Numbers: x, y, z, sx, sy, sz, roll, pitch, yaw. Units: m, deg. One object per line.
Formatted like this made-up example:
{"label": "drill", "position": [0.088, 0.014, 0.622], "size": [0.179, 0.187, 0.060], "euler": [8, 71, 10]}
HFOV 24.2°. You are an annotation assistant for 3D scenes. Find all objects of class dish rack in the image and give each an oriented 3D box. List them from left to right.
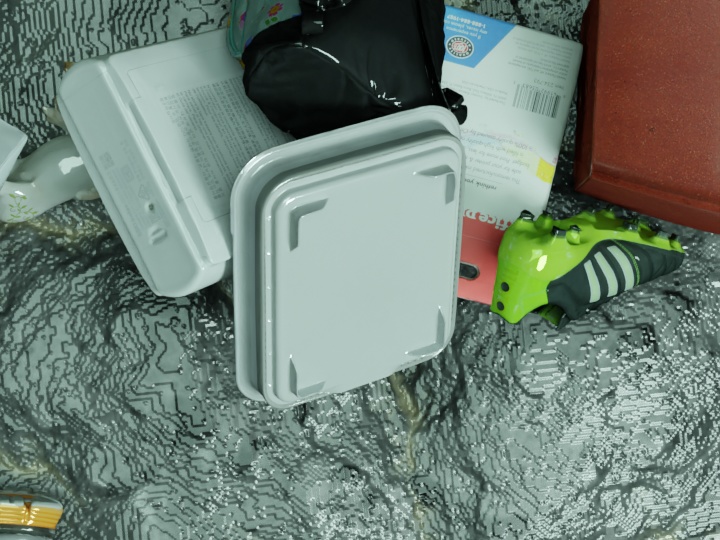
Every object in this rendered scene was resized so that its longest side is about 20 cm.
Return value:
{"label": "dish rack", "position": [0.000, 0.000, 1.107], "size": [0.171, 0.044, 0.200], "euler": [-18, 130, -26]}

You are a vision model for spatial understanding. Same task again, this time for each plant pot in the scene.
{"label": "plant pot", "position": [0.246, -0.123, 1.195], "size": [0.176, 0.200, 0.201], "euler": [2, 88, 2]}

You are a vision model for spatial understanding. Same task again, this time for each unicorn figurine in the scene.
{"label": "unicorn figurine", "position": [-0.200, -0.074, 1.176], "size": [0.199, 0.137, 0.074], "euler": [-8, 50, 13]}

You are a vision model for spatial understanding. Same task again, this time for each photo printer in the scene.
{"label": "photo printer", "position": [-0.097, -0.083, 1.151], "size": [0.069, 0.200, 0.167], "euler": [-27, 90, 35]}

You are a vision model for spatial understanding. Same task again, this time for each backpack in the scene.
{"label": "backpack", "position": [-0.016, -0.183, 1.149], "size": [0.167, 0.126, 0.200], "euler": [38, 43, -43]}

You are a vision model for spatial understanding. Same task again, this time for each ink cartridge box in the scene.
{"label": "ink cartridge box", "position": [0.080, -0.080, 1.224], "size": [0.116, 0.067, 0.201], "euler": [15, 87, -7]}

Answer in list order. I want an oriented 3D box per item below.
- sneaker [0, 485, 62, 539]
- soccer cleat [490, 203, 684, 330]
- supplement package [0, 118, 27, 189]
{"label": "sneaker", "position": [-0.310, 0.189, 1.163], "size": [0.199, 0.078, 0.077], "euler": [5, 94, -8]}
{"label": "soccer cleat", "position": [0.161, -0.001, 1.205], "size": [0.200, 0.067, 0.081], "euler": [-2, 117, -48]}
{"label": "supplement package", "position": [-0.356, -0.030, 1.081], "size": [0.191, 0.147, 0.200], "euler": [30, 121, -6]}
